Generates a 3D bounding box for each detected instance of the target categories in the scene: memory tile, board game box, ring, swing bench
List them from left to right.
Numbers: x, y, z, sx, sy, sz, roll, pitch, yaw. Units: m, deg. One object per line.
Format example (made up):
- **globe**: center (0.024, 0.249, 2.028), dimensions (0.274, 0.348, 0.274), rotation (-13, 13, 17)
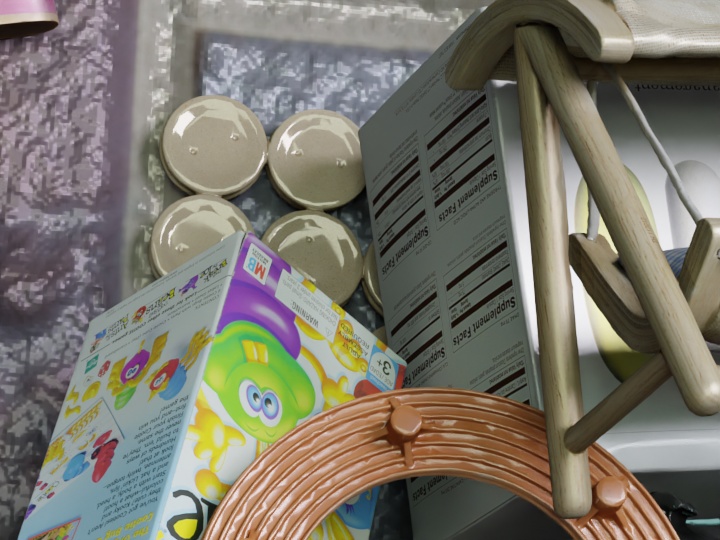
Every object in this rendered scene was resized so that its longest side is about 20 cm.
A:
- **board game box**: center (-0.066, 0.103, 1.024), dimensions (0.103, 0.105, 0.201), rotation (40, 42, -25)
- **memory tile**: center (0.000, 0.000, 1.167), dimensions (0.199, 0.017, 0.154), rotation (7, 71, -8)
- **ring**: center (0.034, 0.134, 0.928), dimensions (0.199, 0.019, 0.201), rotation (5, 63, -9)
- **swing bench**: center (0.161, -0.024, 0.959), dimensions (0.198, 0.130, 0.201), rotation (-2, 67, -24)

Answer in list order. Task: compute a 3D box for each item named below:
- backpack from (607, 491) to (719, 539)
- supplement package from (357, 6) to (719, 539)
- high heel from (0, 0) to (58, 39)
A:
- **backpack**: center (0.149, 0.209, 1.015), dimensions (0.175, 0.153, 0.201), rotation (7, 46, -44)
- **supplement package**: center (0.121, 0.008, 1.099), dimensions (0.190, 0.147, 0.201), rotation (-1, 72, -22)
- **high heel**: center (-0.234, -0.151, 1.144), dimensions (0.199, 0.067, 0.097), rotation (-7, 83, -17)
